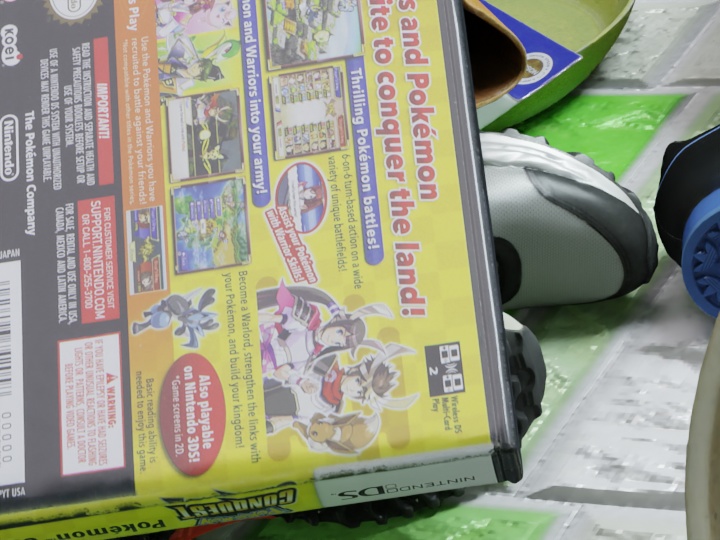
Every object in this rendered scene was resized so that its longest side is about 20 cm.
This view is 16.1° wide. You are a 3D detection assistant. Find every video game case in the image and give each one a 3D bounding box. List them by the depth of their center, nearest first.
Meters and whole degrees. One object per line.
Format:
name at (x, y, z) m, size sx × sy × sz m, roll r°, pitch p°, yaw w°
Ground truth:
video game case at (-0.053, -0.019, 0.747) m, size 0.179 × 0.026 × 0.201 m, roll -9°, pitch 60°, yaw 5°

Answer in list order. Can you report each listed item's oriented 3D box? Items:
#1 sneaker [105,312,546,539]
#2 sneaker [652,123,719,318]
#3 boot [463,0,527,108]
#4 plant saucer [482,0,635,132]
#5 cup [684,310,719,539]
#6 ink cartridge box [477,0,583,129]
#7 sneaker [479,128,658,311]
sneaker at (-0.045, 0.039, 0.788) m, size 0.198 × 0.071 × 0.094 m, roll -18°, pitch 32°, yaw -3°
sneaker at (0.193, -0.042, 0.838) m, size 0.198 × 0.071 × 0.078 m, roll -13°, pitch 31°, yaw 3°
boot at (0.003, -0.101, 0.900) m, size 0.144 × 0.071 × 0.201 m, roll 32°, pitch 21°, yaw 25°
plant saucer at (0.021, -0.092, 1.068) m, size 0.198 × 0.031 × 0.200 m, roll -10°, pitch 26°, yaw 5°
cup at (0.189, 0.048, 0.559) m, size 0.199 × 0.202 × 0.143 m, roll 2°, pitch 2°, yaw 29°
ink cartridge box at (-0.023, -0.054, 0.956) m, size 0.199 × 0.037 × 0.095 m, roll -33°, pitch 39°, yaw -17°
sneaker at (0.000, 0.000, 0.850) m, size 0.198 × 0.074 × 0.080 m, roll 0°, pitch 54°, yaw 3°
